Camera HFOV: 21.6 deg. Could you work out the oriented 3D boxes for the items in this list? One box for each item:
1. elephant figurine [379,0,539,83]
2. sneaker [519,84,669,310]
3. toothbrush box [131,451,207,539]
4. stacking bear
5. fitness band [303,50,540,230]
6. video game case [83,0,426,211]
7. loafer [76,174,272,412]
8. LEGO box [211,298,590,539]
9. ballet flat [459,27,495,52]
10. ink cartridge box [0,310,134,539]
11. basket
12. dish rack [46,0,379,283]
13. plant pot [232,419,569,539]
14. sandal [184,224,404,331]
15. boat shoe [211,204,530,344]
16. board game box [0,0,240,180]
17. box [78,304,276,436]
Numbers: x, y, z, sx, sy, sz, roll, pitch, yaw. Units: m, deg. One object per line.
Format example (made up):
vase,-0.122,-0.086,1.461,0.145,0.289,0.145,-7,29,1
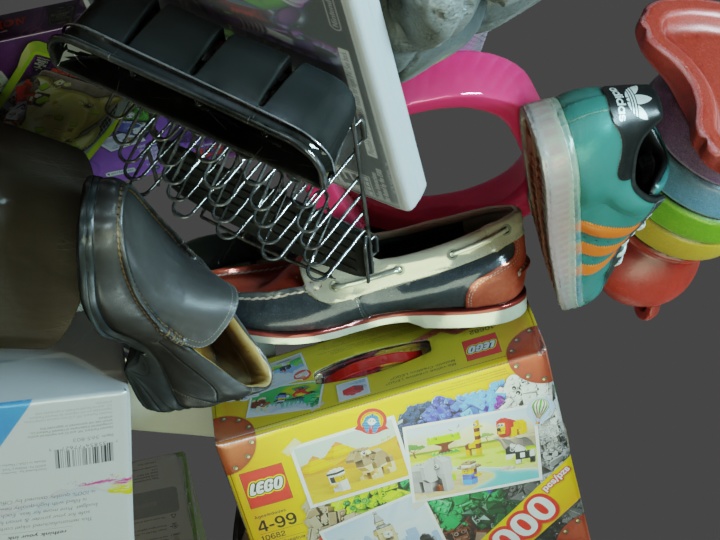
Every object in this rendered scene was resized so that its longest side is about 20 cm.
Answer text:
elephant figurine,0.012,-0.204,0.905,0.154,0.201,0.142,-31,179,-5
sneaker,0.138,-0.039,1.071,0.079,0.072,0.200,-15,155,1
toothbrush box,-0.176,0.234,1.354,0.144,0.087,0.201,-11,139,-4
stacking bear,0.194,-0.053,1.142,0.113,0.122,0.201,-8,148,-26
fitness band,0.040,-0.066,1.091,0.142,0.038,0.200,-17,157,10
video game case,-0.063,-0.118,0.915,0.180,0.023,0.201,22,155,24
loafer,-0.099,0.012,1.007,0.071,0.074,0.200,0,153,12
LEGO box,0.025,0.114,1.144,0.198,0.077,0.150,-16,120,1
ballet flat,0.069,-0.177,1.011,0.071,0.069,0.201,-10,145,-32
ink cartridge box,-0.194,0.119,1.121,0.114,0.068,0.201,-5,136,-11
basket,-0.250,-0.028,0.990,0.198,0.137,0.181,9,134,-28
dish rack,-0.064,-0.053,0.948,0.152,0.055,0.201,26,156,17
plant pot,0.019,0.166,1.289,0.198,0.188,0.188,14,132,-8
sandal,-0.029,0.011,1.178,0.199,0.081,0.057,1,154,-8
boat shoe,0.000,0.000,1.098,0.198,0.071,0.063,-4,116,1
board game box,-0.144,-0.099,1.053,0.198,0.032,0.121,-12,133,-2
box,-0.156,0.048,1.167,0.198,0.083,0.069,6,134,-23
